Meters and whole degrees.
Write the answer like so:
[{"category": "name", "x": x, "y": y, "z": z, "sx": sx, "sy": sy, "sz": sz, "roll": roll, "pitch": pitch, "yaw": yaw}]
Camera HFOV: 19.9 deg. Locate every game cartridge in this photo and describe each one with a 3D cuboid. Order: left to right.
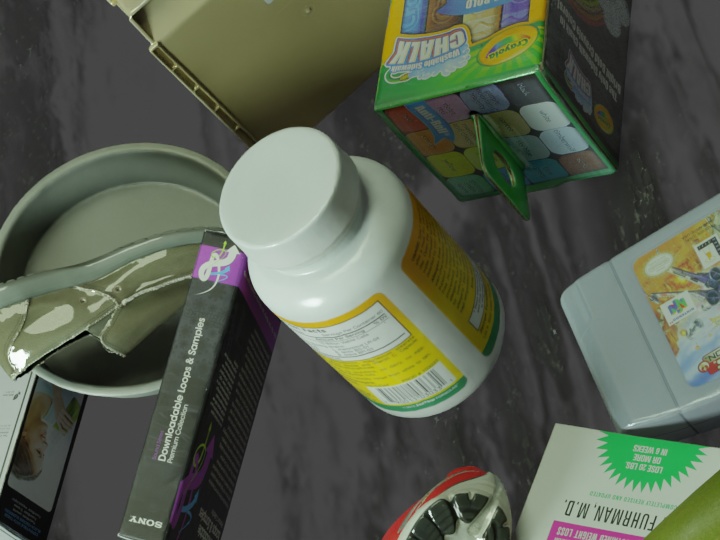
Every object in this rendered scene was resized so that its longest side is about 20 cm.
[{"category": "game cartridge", "x": 0.224, "y": 0.017, "z": 1.211, "sx": 0.200, "sy": 0.042, "sz": 0.133, "roll": -32, "pitch": 43, "yaw": 13}]

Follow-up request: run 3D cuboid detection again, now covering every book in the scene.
[{"category": "book", "x": 0.141, "y": 0.190, "z": 1.150, "sx": 0.133, "sy": 0.048, "sz": 0.201, "roll": 5, "pitch": 61, "yaw": 35}]

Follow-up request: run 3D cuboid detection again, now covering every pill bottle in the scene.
[{"category": "pill bottle", "x": 0.000, "y": 0.000, "z": 1.264, "sx": 0.112, "sy": 0.200, "sz": 0.113, "roll": -17, "pitch": 52, "yaw": 24}]

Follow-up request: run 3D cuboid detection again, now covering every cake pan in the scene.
[{"category": "cake pan", "x": -0.161, "y": 0.004, "z": 1.441, "sx": 0.199, "sy": 0.037, "sz": 0.201, "roll": -3, "pitch": 61, "yaw": 5}]

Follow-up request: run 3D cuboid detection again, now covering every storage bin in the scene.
[{"category": "storage bin", "x": -0.057, "y": -0.206, "z": 1.448, "sx": 0.200, "sy": 0.199, "sz": 0.094, "roll": -41, "pitch": 50, "yaw": 4}]

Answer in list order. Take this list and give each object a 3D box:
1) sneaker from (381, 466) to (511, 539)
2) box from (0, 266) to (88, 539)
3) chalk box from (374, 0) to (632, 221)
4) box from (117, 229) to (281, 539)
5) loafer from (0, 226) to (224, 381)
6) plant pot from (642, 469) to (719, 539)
[{"category": "sneaker", "x": 0.023, "y": 0.199, "z": 1.214, "sx": 0.200, "sy": 0.077, "sz": 0.085, "roll": -50, "pitch": 7, "yaw": 13}, {"category": "box", "x": -0.263, "y": 0.102, "z": 1.479, "sx": 0.116, "sy": 0.060, "sz": 0.201, "roll": -7, "pitch": 57, "yaw": 32}, {"category": "chalk box", "x": 0.094, "y": -0.128, "z": 1.339, "sx": 0.123, "sy": 0.124, "sz": 0.201, "roll": -10, "pitch": 55, "yaw": 30}, {"category": "box", "x": -0.099, "y": 0.092, "z": 1.299, "sx": 0.036, "sy": 0.143, "sz": 0.201, "roll": 10, "pitch": 72, "yaw": 10}, {"category": "loafer", "x": -0.160, "y": 0.024, "z": 1.377, "sx": 0.199, "sy": 0.075, "sz": 0.070, "roll": -17, "pitch": 83, "yaw": -2}, {"category": "plant pot", "x": 0.221, "y": 0.162, "z": 0.985, "sx": 0.192, "sy": 0.200, "sz": 0.201, "roll": -29, "pitch": 48, "yaw": 8}]
